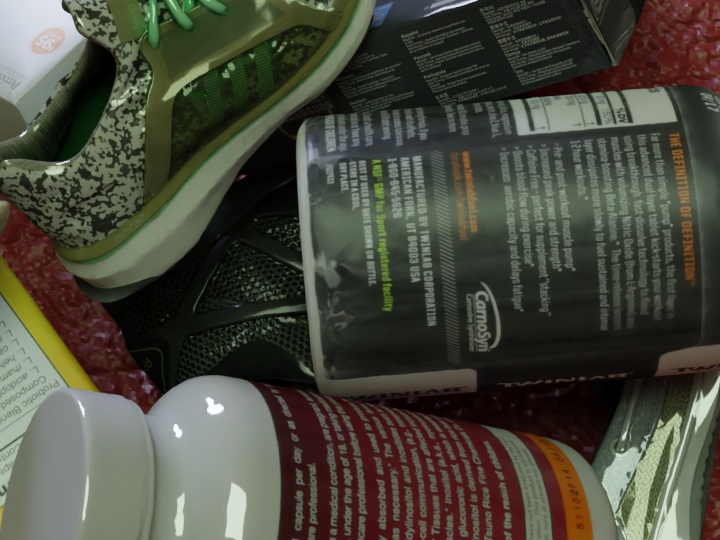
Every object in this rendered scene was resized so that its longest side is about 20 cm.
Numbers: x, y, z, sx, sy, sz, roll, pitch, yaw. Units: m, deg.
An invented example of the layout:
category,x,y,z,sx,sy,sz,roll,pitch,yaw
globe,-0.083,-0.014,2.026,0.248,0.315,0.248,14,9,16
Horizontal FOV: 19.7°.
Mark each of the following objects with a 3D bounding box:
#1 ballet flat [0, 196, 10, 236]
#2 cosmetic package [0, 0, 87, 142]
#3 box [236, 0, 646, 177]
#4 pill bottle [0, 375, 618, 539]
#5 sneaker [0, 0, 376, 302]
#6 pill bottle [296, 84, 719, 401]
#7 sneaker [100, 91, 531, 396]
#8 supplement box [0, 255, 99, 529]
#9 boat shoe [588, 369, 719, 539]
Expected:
category,x,y,z,sx,sy,sz,roll,pitch,yaw
ballet flat,-0.208,0.037,0.739,0.199,0.067,0.063,-26,93,-9
cosmetic package,-0.159,-0.107,0.878,0.083,0.051,0.199,-47,42,-16
box,0.031,-0.117,0.839,0.199,0.049,0.162,-14,33,35
pill bottle,-0.019,0.099,0.723,0.198,0.113,0.114,13,61,-26
sneaker,-0.065,-0.085,0.760,0.201,0.088,0.077,-55,45,1
pill bottle,0.078,-0.011,0.757,0.198,0.106,0.107,-5,64,1
sneaker,0.000,0.000,0.855,0.198,0.076,0.115,-30,68,-8
supplement box,-0.176,0.048,0.819,0.108,0.110,0.200,-34,67,-13
boat shoe,0.105,0.066,0.818,0.064,0.075,0.204,11,72,3
